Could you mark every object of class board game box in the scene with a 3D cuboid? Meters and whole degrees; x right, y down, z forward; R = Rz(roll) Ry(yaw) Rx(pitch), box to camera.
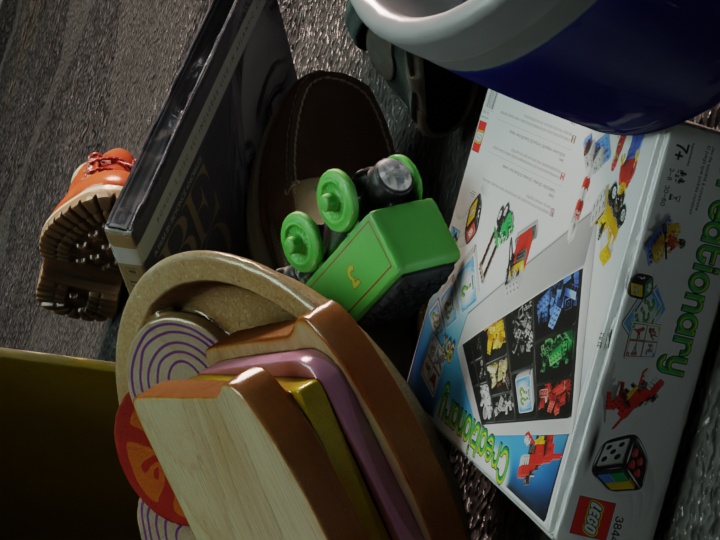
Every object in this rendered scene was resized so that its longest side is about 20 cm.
[{"bbox_3d":[0.065,0.005,0.863,0.200,0.034,0.127,-140,65,-75],"label":"board game box"}]

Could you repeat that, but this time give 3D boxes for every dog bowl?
[{"bbox_3d":[0.078,-0.143,0.765,0.200,0.079,0.201,-45,33,40],"label":"dog bowl"}]

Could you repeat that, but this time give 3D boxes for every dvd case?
[{"bbox_3d":[-0.052,-0.014,1.140,0.200,0.016,0.149,74,-148,-51],"label":"dvd case"}]

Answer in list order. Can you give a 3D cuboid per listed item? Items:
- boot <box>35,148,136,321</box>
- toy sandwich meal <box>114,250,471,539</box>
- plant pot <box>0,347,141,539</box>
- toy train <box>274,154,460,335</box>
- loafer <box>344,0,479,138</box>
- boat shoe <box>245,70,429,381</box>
[{"bbox_3d":[-0.175,-0.045,1.822,0.200,0.075,0.108,133,152,-67],"label":"boot"},{"bbox_3d":[-0.036,0.086,0.946,0.205,0.070,0.206,30,135,36],"label":"toy sandwich meal"},{"bbox_3d":[-0.105,0.168,1.107,0.177,0.199,0.201,106,170,-57],"label":"plant pot"},{"bbox_3d":[-0.024,0.026,0.989,0.057,0.042,0.200,63,143,17],"label":"toy train"},{"bbox_3d":[0.041,-0.106,1.010,0.200,0.072,0.063,119,130,-75],"label":"loafer"},{"bbox_3d":[0.000,0.000,1.074,0.072,0.075,0.201,127,144,-51],"label":"boat shoe"}]
